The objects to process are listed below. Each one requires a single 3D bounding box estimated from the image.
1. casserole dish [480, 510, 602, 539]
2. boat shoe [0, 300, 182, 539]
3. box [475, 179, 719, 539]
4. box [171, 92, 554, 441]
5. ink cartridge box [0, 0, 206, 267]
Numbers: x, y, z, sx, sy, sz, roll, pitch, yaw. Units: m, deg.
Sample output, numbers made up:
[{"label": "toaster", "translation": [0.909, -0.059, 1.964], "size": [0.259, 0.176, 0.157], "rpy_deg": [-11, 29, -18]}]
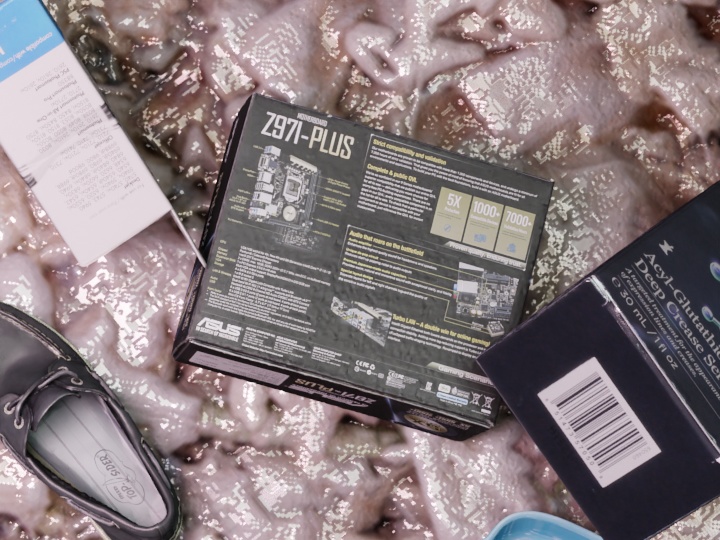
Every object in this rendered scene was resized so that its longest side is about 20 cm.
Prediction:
[{"label": "casserole dish", "translation": [0.143, 0.232, 1.581], "size": [0.200, 0.039, 0.121], "rpy_deg": [26, 77, -4]}, {"label": "boat shoe", "translation": [-0.181, 0.092, 1.533], "size": [0.074, 0.066, 0.199], "rpy_deg": [-35, 88, -13]}, {"label": "box", "translation": [0.191, 0.055, 1.535], "size": [0.149, 0.107, 0.200], "rpy_deg": [54, 36, 2]}, {"label": "box", "translation": [0.000, 0.000, 1.570], "size": [0.200, 0.086, 0.164], "rpy_deg": [16, 78, -8]}, {"label": "ink cartridge box", "translation": [-0.177, -0.078, 1.517], "size": [0.068, 0.116, 0.200], "rpy_deg": [-33, 108, -2]}]
